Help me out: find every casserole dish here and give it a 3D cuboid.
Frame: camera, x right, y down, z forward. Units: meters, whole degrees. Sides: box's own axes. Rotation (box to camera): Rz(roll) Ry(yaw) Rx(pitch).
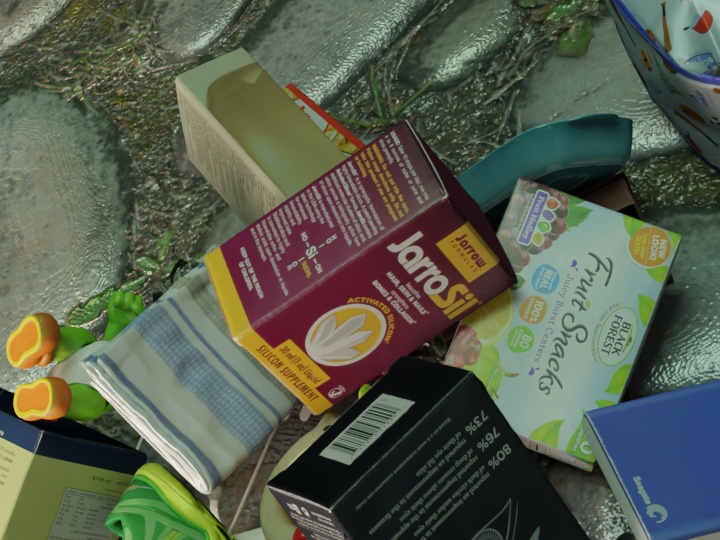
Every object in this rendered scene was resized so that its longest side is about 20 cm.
[{"bbox_3d":[0.153,-0.080,1.554,0.200,0.121,0.039,-33,67,56],"label":"casserole dish"}]

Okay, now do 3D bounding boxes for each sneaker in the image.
[{"bbox_3d":[-0.138,0.230,1.431,0.084,0.074,0.200,-46,38,-5],"label":"sneaker"}]

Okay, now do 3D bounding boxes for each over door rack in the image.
[{"bbox_3d":[-0.153,0.166,1.571,0.147,0.067,0.200,13,60,34],"label":"over door rack"}]

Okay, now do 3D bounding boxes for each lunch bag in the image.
[{"bbox_3d":[0.307,-0.174,1.540,0.124,0.170,0.200,-31,44,7],"label":"lunch bag"}]

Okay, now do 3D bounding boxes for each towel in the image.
[{"bbox_3d":[-0.117,0.075,1.479,0.200,0.147,0.024,-44,-1,-43],"label":"towel"}]

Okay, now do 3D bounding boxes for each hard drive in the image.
[{"bbox_3d":[0.282,0.135,1.347,0.199,0.025,0.132,-13,45,-11],"label":"hard drive"}]

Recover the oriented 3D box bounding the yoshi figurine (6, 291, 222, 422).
[{"bbox_3d":[-0.181,0.084,1.492,0.112,0.200,0.113,32,106,44],"label":"yoshi figurine"}]

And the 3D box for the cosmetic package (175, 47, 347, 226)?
[{"bbox_3d":[-0.075,-0.089,1.544,0.071,0.105,0.200,-27,52,-20],"label":"cosmetic package"}]

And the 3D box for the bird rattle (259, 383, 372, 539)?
[{"bbox_3d":[-0.013,0.187,1.420,0.163,0.113,0.200,24,80,53],"label":"bird rattle"}]

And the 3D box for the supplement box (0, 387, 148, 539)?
[{"bbox_3d":[-0.320,0.209,1.529,0.200,0.134,0.200,18,87,37],"label":"supplement box"}]

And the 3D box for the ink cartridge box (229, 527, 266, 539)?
[{"bbox_3d":[-0.045,0.265,1.440,0.199,0.048,0.146,-18,48,10],"label":"ink cartridge box"}]

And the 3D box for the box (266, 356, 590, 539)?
[{"bbox_3d":[0.057,0.185,1.304,0.148,0.200,0.104,-41,21,-20],"label":"box"}]

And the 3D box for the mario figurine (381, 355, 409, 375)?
[{"bbox_3d":[-0.036,0.021,1.590,0.200,0.123,0.106,47,121,24],"label":"mario figurine"}]

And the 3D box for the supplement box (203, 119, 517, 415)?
[{"bbox_3d":[0.000,0.000,1.423,0.200,0.131,0.103,-35,45,9],"label":"supplement box"}]

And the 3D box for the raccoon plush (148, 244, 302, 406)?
[{"bbox_3d":[-0.095,0.050,1.624,0.200,0.097,0.134,42,38,17],"label":"raccoon plush"}]

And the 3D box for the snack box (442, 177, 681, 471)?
[{"bbox_3d":[0.157,0.043,1.458,0.142,0.053,0.200,21,76,9],"label":"snack box"}]

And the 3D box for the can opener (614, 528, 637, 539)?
[{"bbox_3d":[0.201,0.222,1.360,0.200,0.053,0.066,-43,12,-13],"label":"can opener"}]

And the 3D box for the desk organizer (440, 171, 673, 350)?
[{"bbox_3d":[0.156,0.007,1.538,0.200,0.072,0.077,-27,48,6],"label":"desk organizer"}]

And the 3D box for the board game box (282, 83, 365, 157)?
[{"bbox_3d":[0.000,-0.063,1.620,0.046,0.152,0.200,-40,47,-8],"label":"board game box"}]
